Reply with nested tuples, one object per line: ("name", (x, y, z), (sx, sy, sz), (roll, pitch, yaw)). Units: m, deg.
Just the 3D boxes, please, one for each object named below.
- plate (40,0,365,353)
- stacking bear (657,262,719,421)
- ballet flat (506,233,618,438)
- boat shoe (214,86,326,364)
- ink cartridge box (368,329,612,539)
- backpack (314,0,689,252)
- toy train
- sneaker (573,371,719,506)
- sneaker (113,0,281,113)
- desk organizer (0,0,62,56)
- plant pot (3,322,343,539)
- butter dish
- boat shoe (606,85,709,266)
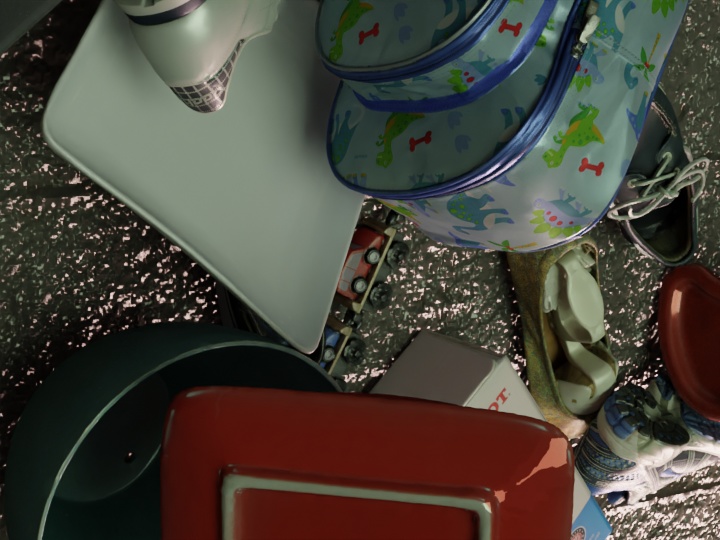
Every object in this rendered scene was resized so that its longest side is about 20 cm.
("plate", (-0.073, -0.085, 0.883), (0.200, 0.032, 0.200), (42, 50, -31))
("stacking bear", (0.329, 0.059, 1.258), (0.200, 0.121, 0.114), (4, 93, -48))
("ballet flat", (0.148, 0.047, 1.140), (0.071, 0.071, 0.200), (-32, 124, -23))
("boat shoe", (-0.061, -0.025, 0.950), (0.070, 0.066, 0.201), (-25, 120, -28))
("ink cartridge box", (0.067, 0.160, 1.104), (0.146, 0.084, 0.200), (-49, 129, -20))
("backpack", (0.064, -0.121, 0.885), (0.147, 0.183, 0.201), (28, 73, -39))
("toy train", (0.000, 0.000, 1.029), (0.046, 0.034, 0.201), (22, 93, -37))
("sneaker", (0.209, 0.129, 1.214), (0.085, 0.077, 0.200), (-48, 152, 20))
("sneaker", (-0.067, -0.171, 0.854), (0.081, 0.076, 0.200), (61, 39, -38))
("desk organizer", (-0.193, -0.151, 0.792), (0.200, 0.077, 0.072), (-45, 129, -14))
("plant pot", (-0.118, 0.111, 0.917), (0.200, 0.135, 0.201), (-15, 117, -33))
("butter dish", (0.006, 0.135, 0.848), (0.199, 0.148, 0.200), (4, 110, 6))
("boat shoe", (0.188, -0.061, 1.086), (0.075, 0.062, 0.200), (-32, 150, -4))
